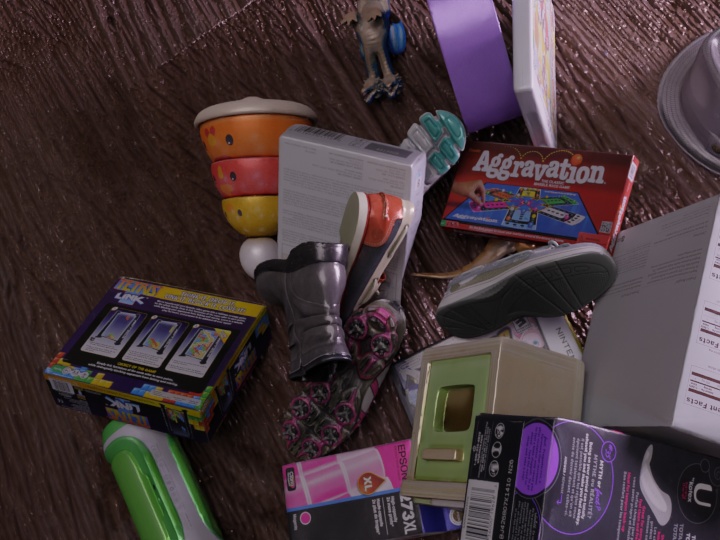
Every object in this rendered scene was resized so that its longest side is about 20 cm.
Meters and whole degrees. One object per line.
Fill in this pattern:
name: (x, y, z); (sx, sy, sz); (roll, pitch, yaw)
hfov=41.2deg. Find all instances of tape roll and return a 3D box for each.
tape roll: (0.119, -0.257, 1.045); (0.065, 0.200, 0.203); (-17, 68, 10)

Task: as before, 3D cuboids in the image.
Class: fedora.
fedora: (0.410, -0.192, 0.999); (0.176, 0.090, 0.201); (-38, 66, 1)

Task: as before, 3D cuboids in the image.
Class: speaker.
speaker: (-0.210, 0.249, 1.037); (0.088, 0.088, 0.201); (-32, 67, 4)

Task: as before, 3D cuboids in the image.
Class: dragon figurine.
dragon figurine: (0.020, -0.293, 1.162); (0.058, 0.100, 0.202); (-8, 51, 15)

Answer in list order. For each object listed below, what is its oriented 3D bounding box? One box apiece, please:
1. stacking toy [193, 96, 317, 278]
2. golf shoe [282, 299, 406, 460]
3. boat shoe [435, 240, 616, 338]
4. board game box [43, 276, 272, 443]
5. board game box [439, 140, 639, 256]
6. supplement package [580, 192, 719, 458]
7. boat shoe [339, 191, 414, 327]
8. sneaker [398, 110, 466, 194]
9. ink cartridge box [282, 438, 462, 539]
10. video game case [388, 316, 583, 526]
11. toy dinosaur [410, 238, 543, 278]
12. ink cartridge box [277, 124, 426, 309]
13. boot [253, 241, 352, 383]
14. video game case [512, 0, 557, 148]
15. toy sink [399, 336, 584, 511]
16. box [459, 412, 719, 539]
stacking toy: (-0.117, -0.090, 1.115); (0.144, 0.146, 0.204); (-4, 87, 14)
golf shoe: (-0.010, 0.120, 1.031); (0.072, 0.092, 0.201); (38, 107, 11)
boat shoe: (0.164, 0.010, 0.971); (0.201, 0.074, 0.065); (-25, 34, 38)
board game box: (-0.221, 0.094, 1.067); (0.197, 0.057, 0.166); (10, 42, 19)
board game box: (0.182, -0.079, 1.003); (0.198, 0.019, 0.104); (11, 77, 38)
supplement package: (0.310, 0.066, 0.867); (0.145, 0.191, 0.203); (19, 77, -10)
boat shoe: (0.000, 0.000, 1.011); (0.062, 0.202, 0.072); (3, 43, -19)
sneaker: (0.052, -0.103, 1.087); (0.199, 0.091, 0.078); (-40, 90, 25)
ink cartridge box: (0.015, 0.233, 0.991); (0.197, 0.037, 0.096); (-15, 70, 18)
video game case: (0.149, 0.140, 1.001); (0.198, 0.026, 0.183); (-26, 67, 7)
toy dinosaur: (0.162, -0.033, 1.049); (0.201, 0.060, 0.106); (-51, 52, 7)
ink cartridge box: (-0.014, -0.048, 1.061); (0.158, 0.047, 0.203); (15, 121, 20)
boot: (-0.066, 0.053, 0.996); (0.069, 0.200, 0.134); (2, 78, -18)
video game case: (0.189, -0.241, 1.029); (0.023, 0.182, 0.203); (-4, 71, 18)
toy sink: (0.118, 0.175, 0.894); (0.130, 0.111, 0.203); (-16, 62, 59)
box: (0.194, 0.197, 0.797); (0.106, 0.198, 0.124); (-11, 65, 61)
